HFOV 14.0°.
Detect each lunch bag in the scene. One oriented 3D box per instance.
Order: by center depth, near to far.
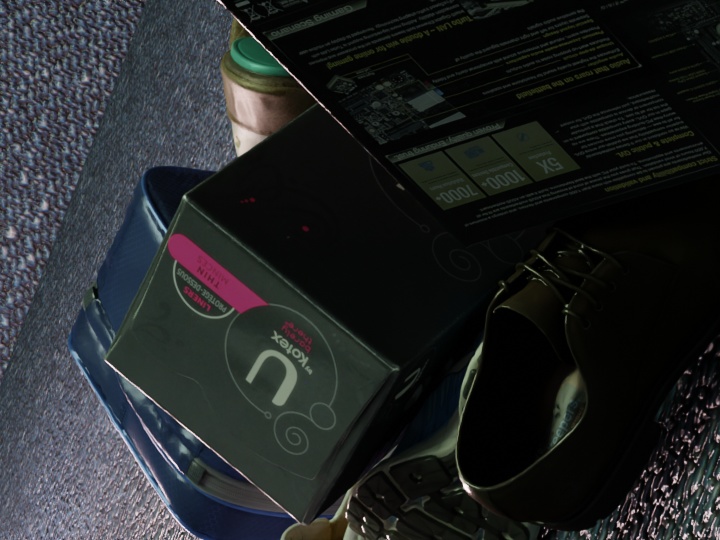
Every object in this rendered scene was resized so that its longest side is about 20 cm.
[{"bbox_3d":[-0.063,0.045,1.525,0.200,0.135,0.133,54,127,41],"label":"lunch bag"}]

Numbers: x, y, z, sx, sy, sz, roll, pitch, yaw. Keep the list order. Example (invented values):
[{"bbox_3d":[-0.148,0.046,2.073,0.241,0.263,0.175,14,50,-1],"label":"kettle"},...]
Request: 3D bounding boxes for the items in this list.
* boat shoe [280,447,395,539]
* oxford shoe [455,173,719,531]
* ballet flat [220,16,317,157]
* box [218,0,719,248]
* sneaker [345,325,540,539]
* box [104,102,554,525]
[{"bbox_3d":[-0.010,0.146,1.406,0.071,0.069,0.201,-87,21,-54],"label":"boat shoe"},{"bbox_3d":[0.095,0.005,1.106,0.072,0.084,0.201,25,96,35],"label":"oxford shoe"},{"bbox_3d":[-0.039,-0.086,1.415,0.200,0.067,0.073,-104,24,-72],"label":"ballet flat"},{"bbox_3d":[0.078,-0.108,1.031,0.199,0.164,0.086,-17,46,34],"label":"box"},{"bbox_3d":[0.065,0.066,1.256,0.200,0.078,0.090,-51,5,45],"label":"sneaker"},{"bbox_3d":[0.000,0.000,1.302,0.200,0.122,0.106,-40,-16,-51],"label":"box"}]
